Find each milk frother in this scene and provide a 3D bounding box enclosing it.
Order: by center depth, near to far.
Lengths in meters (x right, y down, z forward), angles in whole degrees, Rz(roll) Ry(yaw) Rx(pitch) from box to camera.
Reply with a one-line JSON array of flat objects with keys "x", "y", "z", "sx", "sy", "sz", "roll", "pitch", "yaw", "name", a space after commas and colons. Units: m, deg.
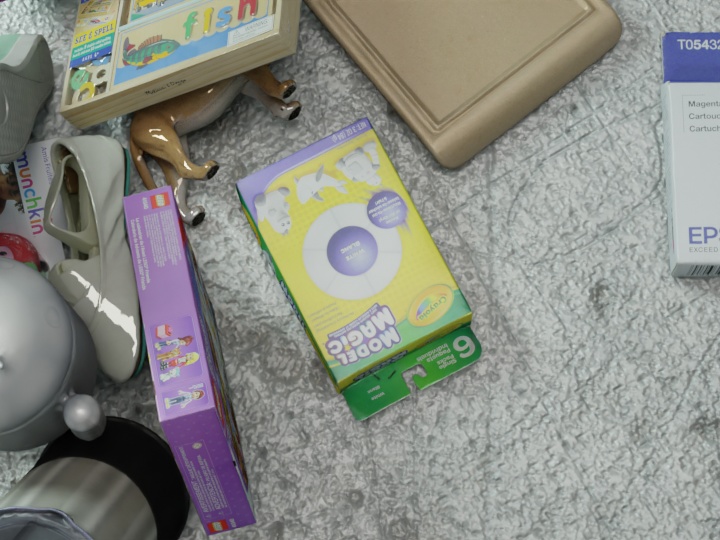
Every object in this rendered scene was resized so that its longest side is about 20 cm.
[{"x": -0.151, "y": 0.213, "z": 1.051, "sx": 0.198, "sy": 0.188, "sz": 0.182, "roll": 5, "pitch": 103, "yaw": 6, "name": "milk frother"}]

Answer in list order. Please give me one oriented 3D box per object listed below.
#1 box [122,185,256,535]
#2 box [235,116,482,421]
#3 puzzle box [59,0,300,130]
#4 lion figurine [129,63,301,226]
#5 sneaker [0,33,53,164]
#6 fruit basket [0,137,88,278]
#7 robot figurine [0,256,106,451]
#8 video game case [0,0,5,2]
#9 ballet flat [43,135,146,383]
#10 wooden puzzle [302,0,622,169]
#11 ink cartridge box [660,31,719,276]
[{"x": -0.118, "y": 0.060, "z": 1.083, "sx": 0.039, "sy": 0.137, "sz": 0.201, "roll": -15, "pitch": 48, "yaw": -2, "name": "box"}, {"x": 0.000, "y": 0.000, "z": 1.179, "sx": 0.117, "sy": 0.048, "sz": 0.201, "roll": -27, "pitch": 77, "yaw": -5, "name": "box"}, {"x": -0.132, "y": -0.190, "z": 1.182, "sx": 0.199, "sy": 0.025, "sz": 0.134, "roll": -16, "pitch": 52, "yaw": 25, "name": "puzzle box"}, {"x": -0.122, "y": -0.133, "z": 1.207, "sx": 0.200, "sy": 0.073, "sz": 0.122, "roll": -45, "pitch": 72, "yaw": -6, "name": "lion figurine"}, {"x": -0.305, "y": -0.122, "z": 1.164, "sx": 0.117, "sy": 0.201, "sz": 0.074, "roll": -5, "pitch": 111, "yaw": 5, "name": "sneaker"}, {"x": -0.299, "y": 0.003, "z": 1.166, "sx": 0.198, "sy": 0.094, "sz": 0.187, "roll": -14, "pitch": 75, "yaw": -5, "name": "fruit basket"}, {"x": -0.236, "y": 0.056, "z": 1.033, "sx": 0.169, "sy": 0.200, "sz": 0.113, "roll": 30, "pitch": 79, "yaw": 7, "name": "robot figurine"}, {"x": -0.218, "y": -0.308, "z": 1.246, "sx": 0.199, "sy": 0.036, "sz": 0.182, "roll": -19, "pitch": 55, "yaw": -3, "name": "video game case"}, {"x": -0.199, "y": -0.012, "z": 1.144, "sx": 0.069, "sy": 0.070, "sz": 0.201, "roll": -9, "pitch": 62, "yaw": 0, "name": "ballet flat"}, {"x": 0.076, "y": -0.205, "z": 1.240, "sx": 0.185, "sy": 0.037, "sz": 0.200, "roll": -37, "pitch": 81, "yaw": -8, "name": "wooden puzzle"}, {"x": 0.329, "y": -0.095, "z": 1.196, "sx": 0.195, "sy": 0.043, "sz": 0.202, "roll": -1, "pitch": 76, "yaw": 2, "name": "ink cartridge box"}]
